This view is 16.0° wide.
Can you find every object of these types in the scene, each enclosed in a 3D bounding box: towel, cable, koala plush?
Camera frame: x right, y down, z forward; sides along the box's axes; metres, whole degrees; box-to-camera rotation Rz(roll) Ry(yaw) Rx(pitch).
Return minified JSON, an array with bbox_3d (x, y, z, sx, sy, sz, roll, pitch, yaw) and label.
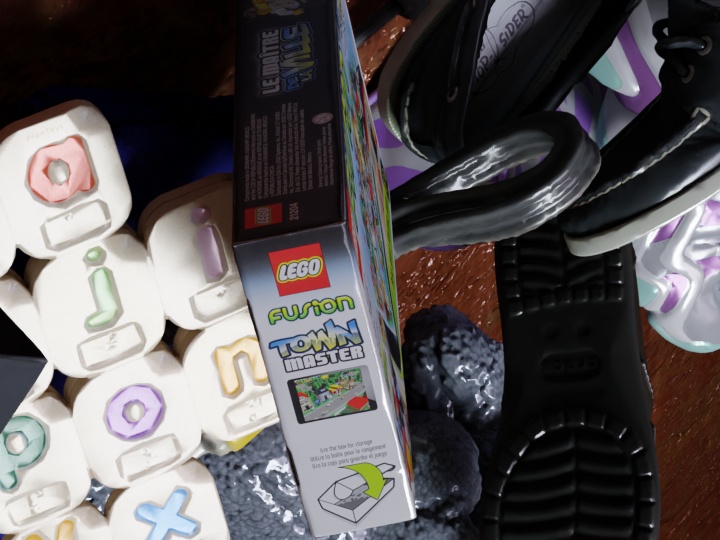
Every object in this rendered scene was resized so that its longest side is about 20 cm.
[{"bbox_3d":[-0.120,0.020,0.909,0.201,0.049,0.148,-56,167,14],"label":"towel"},{"bbox_3d":[0.000,0.000,0.964,0.199,0.097,0.050,-29,120,5],"label":"cable"},{"bbox_3d":[-0.025,0.084,1.075,0.177,0.184,0.200,-31,135,10],"label":"koala plush"}]

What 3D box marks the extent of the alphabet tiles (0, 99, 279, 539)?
[{"bbox_3d":[-0.117,0.043,0.839,0.199,0.015,0.197,-23,127,-11],"label":"alphabet tiles"}]

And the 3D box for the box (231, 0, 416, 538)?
[{"bbox_3d":[-0.013,-0.019,0.837,0.034,0.201,0.111,-11,123,5],"label":"box"}]

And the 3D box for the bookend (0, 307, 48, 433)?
[{"bbox_3d":[-0.154,0.087,0.701,0.199,0.200,0.092,-54,153,15],"label":"bookend"}]

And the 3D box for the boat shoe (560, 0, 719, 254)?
[{"bbox_3d":[0.146,-0.087,0.980,0.199,0.066,0.075,-36,-164,6],"label":"boat shoe"}]

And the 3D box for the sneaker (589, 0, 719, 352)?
[{"bbox_3d":[0.172,-0.054,1.079,0.078,0.139,0.201,-55,134,-48],"label":"sneaker"}]

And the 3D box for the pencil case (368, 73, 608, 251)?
[{"bbox_3d":[0.073,-0.062,1.135,0.200,0.085,0.085,-17,105,-58],"label":"pencil case"}]

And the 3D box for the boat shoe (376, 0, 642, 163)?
[{"bbox_3d":[0.082,-0.119,0.969,0.074,0.066,0.200,35,100,-31],"label":"boat shoe"}]

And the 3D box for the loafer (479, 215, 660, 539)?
[{"bbox_3d":[0.092,0.063,1.049,0.071,0.072,0.202,20,72,-74],"label":"loafer"}]

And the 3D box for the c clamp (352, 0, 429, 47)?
[{"bbox_3d":[0.034,-0.159,0.938,0.171,0.027,0.200,-42,160,-21],"label":"c clamp"}]
